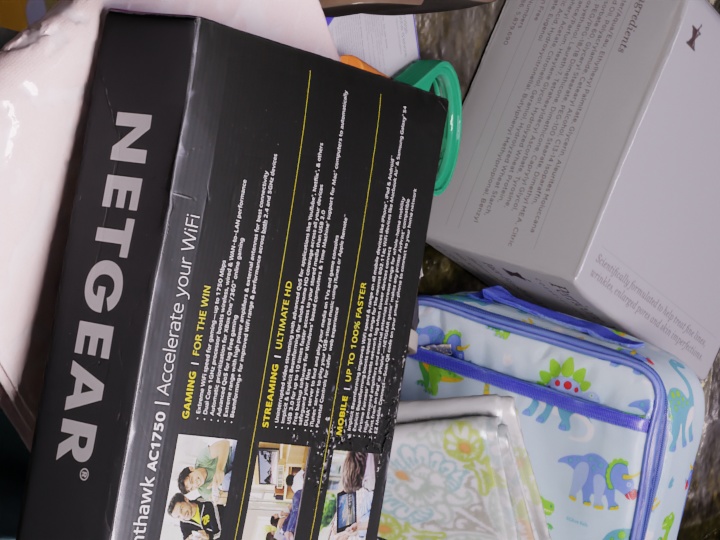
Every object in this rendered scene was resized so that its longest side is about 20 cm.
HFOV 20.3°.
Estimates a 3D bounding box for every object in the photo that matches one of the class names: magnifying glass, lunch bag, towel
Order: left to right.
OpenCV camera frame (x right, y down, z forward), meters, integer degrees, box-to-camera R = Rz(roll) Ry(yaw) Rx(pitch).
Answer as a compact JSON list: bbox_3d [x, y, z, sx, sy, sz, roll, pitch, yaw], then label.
[{"bbox_3d":[-0.076,-0.028,0.762,0.200,0.032,0.192,-49,137,-28],"label":"towel"},{"bbox_3d":[0.009,0.150,1.141,0.048,0.199,0.172,-78,156,-55],"label":"towel"},{"bbox_3d":[0.022,-0.089,1.131,0.200,0.022,0.080,19,78,-73],"label":"magnifying glass"},{"bbox_3d":[0.100,0.101,1.213,0.082,0.199,0.162,-4,109,-57],"label":"lunch bag"}]

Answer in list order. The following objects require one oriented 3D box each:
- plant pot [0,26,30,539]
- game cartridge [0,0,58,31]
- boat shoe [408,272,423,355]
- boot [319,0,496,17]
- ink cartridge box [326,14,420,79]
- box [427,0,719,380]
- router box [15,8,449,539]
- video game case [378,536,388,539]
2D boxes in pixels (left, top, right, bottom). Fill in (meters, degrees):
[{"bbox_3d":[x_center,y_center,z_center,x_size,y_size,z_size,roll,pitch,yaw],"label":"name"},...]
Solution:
[{"bbox_3d":[-0.172,-0.004,0.839,0.195,0.199,0.198,11,95,-51],"label":"plant pot"},{"bbox_3d":[-0.119,-0.116,0.999,0.176,0.032,0.201,-31,127,-41],"label":"game cartridge"},{"bbox_3d":[0.000,0.000,1.126,0.200,0.072,0.063,63,32,-74],"label":"boat shoe"},{"bbox_3d":[0.021,-0.169,1.038,0.200,0.073,0.076,-12,95,-68],"label":"boot"},{"bbox_3d":[-0.023,-0.147,1.073,0.200,0.043,0.199,-58,146,-52],"label":"ink cartridge box"},{"bbox_3d":[0.165,-0.063,1.288,0.199,0.130,0.201,33,77,-50],"label":"box"},{"bbox_3d":[-0.043,0.018,0.736,0.149,0.051,0.201,13,86,-51],"label":"router box"},{"bbox_3d":[-0.080,0.183,0.879,0.200,0.036,0.181,-47,147,9],"label":"video game case"}]
